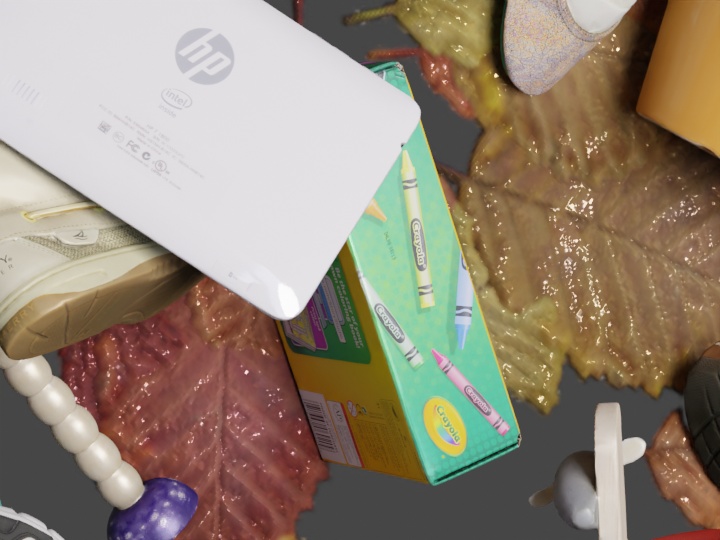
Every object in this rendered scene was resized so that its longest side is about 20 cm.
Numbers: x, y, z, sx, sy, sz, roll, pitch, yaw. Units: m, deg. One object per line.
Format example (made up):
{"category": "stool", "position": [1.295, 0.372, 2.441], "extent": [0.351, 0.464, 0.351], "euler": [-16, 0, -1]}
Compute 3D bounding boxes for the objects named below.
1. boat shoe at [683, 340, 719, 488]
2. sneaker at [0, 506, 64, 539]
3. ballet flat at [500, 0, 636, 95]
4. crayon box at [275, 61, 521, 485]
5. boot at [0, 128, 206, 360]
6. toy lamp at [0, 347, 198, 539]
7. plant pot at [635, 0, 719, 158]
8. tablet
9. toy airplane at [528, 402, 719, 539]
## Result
{"category": "boat shoe", "position": [0.248, 0.111, 1.570], "extent": [0.074, 0.076, 0.200], "euler": [-46, 119, -23]}
{"category": "sneaker", "position": [-0.127, 0.174, 1.292], "extent": [0.200, 0.080, 0.074], "euler": [37, 87, -22]}
{"category": "ballet flat", "position": [0.131, -0.184, 1.489], "extent": [0.068, 0.067, 0.200], "euler": [25, 81, -43]}
{"category": "crayon box", "position": [0.000, 0.000, 1.406], "extent": [0.058, 0.119, 0.200], "euler": [-23, 103, -24]}
{"category": "boot", "position": [-0.144, -0.047, 1.350], "extent": [0.156, 0.073, 0.200], "euler": [52, 32, 10]}
{"category": "toy lamp", "position": [-0.155, 0.052, 1.364], "extent": [0.058, 0.058, 0.200], "euler": [-46, 111, -18]}
{"category": "plant pot", "position": [0.242, -0.134, 1.497], "extent": [0.200, 0.200, 0.183], "euler": [26, 97, -26]}
{"category": "tablet", "position": [-0.083, -0.080, 1.302], "extent": [0.200, 0.014, 0.130], "euler": [34, 67, -4]}
{"category": "toy airplane", "position": [0.130, 0.193, 1.470], "extent": [0.199, 0.141, 0.200], "euler": [50, 52, -53]}
